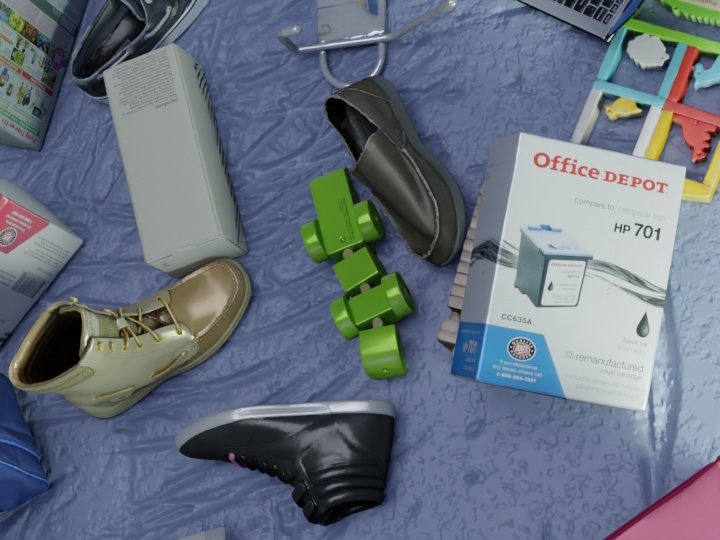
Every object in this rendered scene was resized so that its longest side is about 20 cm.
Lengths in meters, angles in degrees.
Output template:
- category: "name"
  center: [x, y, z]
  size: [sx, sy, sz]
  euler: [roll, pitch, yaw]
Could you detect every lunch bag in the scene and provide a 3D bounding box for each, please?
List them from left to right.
- category: "lunch bag"
  center: [-0.368, 0.164, 1.355]
  size: [0.136, 0.200, 0.133]
  euler: [-30, 72, 3]

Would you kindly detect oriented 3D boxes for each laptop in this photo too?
- category: "laptop"
  center: [0.222, -0.304, 1.303]
  size: [0.200, 0.116, 0.187]
  euler: [33, 88, 34]

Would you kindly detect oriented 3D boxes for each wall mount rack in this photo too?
- category: "wall mount rack"
  center: [0.009, -0.272, 1.406]
  size: [0.173, 0.075, 0.201]
  euler: [-6, 75, 17]

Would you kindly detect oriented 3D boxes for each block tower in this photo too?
- category: "block tower"
  center: [0.120, -0.015, 1.315]
  size: [0.054, 0.058, 0.200]
  euler: [14, 80, 20]

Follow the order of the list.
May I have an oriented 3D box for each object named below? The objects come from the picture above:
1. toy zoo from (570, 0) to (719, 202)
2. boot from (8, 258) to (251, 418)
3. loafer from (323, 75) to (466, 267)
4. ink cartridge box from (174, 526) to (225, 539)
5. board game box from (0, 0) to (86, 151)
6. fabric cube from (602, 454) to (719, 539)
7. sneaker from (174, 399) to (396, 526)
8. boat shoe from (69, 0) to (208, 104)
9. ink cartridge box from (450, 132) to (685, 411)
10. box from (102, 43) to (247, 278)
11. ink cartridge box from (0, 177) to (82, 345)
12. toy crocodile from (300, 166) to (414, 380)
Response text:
- category: "toy zoo"
  center: [0.262, -0.142, 1.319]
  size: [0.131, 0.020, 0.200]
  euler: [20, 83, 22]
- category: "boot"
  center: [-0.199, 0.049, 1.351]
  size: [0.200, 0.155, 0.073]
  euler: [-36, 68, 7]
- category: "loafer"
  center: [0.024, -0.084, 1.346]
  size: [0.200, 0.070, 0.075]
  euler: [60, 140, 28]
- category: "ink cartridge box"
  center: [-0.197, 0.319, 1.314]
  size: [0.200, 0.050, 0.161]
  euler: [-16, 50, 12]
- category: "board game box"
  center: [-0.335, -0.233, 1.471]
  size: [0.064, 0.148, 0.201]
  euler: [12, 80, 19]
- category: "fabric cube"
  center: [0.249, 0.279, 1.124]
  size: [0.199, 0.196, 0.200]
  euler: [-38, 68, 6]
- category: "sneaker"
  center: [-0.066, 0.170, 1.321]
  size: [0.199, 0.071, 0.099]
  euler: [-7, 70, 12]
- category: "boat shoe"
  center: [-0.209, -0.254, 1.477]
  size: [0.072, 0.068, 0.200]
  euler: [39, 90, 22]
- category: "ink cartridge box"
  center: [0.166, 0.002, 1.240]
  size: [0.146, 0.086, 0.201]
  euler: [10, 89, -9]
- category: "box"
  center: [-0.172, -0.101, 1.427]
  size: [0.082, 0.068, 0.200]
  euler: [-18, 72, 14]
- category: "ink cartridge box"
  center: [-0.375, 0.010, 1.424]
  size: [0.084, 0.145, 0.200]
  euler: [39, 90, 24]
- category: "toy crocodile"
  center: [0.000, 0.000, 1.355]
  size: [0.067, 0.062, 0.200]
  euler: [-26, 65, 11]
